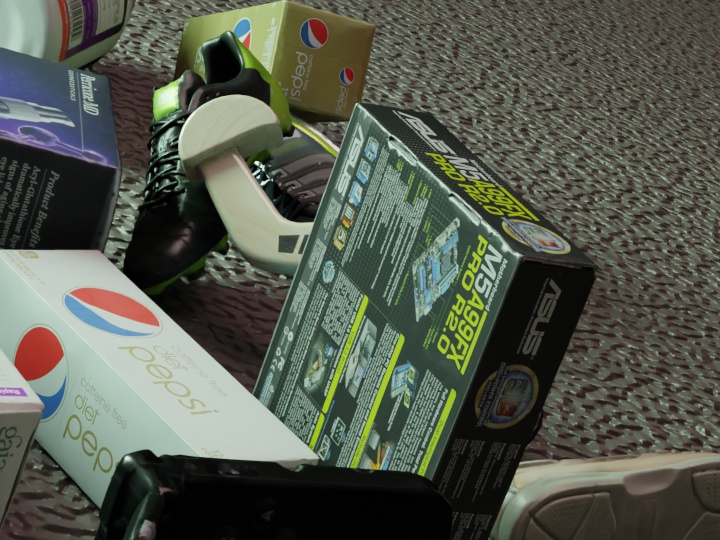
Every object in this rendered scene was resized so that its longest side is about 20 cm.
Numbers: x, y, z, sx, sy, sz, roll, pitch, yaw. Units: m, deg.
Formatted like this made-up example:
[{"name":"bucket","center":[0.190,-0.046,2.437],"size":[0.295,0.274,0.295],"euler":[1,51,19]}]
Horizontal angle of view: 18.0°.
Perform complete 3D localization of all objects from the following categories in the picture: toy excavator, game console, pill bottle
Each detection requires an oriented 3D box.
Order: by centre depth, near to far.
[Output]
[{"name":"game console","center":[-0.052,0.167,0.664],"size":[0.175,0.201,0.116],"euler":[7,25,-33]},{"name":"toy excavator","center":[0.000,0.000,1.221],"size":[0.198,0.196,0.100],"euler":[0,-18,1]},{"name":"pill bottle","center":[-0.217,-0.178,1.501],"size":[0.111,0.112,0.200],"euler":[23,20,7]}]

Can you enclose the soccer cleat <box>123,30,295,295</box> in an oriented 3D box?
[{"name":"soccer cleat","center":[-0.100,-0.062,1.311],"size":[0.081,0.067,0.201],"euler":[54,35,-23]}]

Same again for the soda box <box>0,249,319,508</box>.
[{"name":"soda box","center":[-0.108,0.063,1.070],"size":[0.068,0.064,0.200],"euler":[1,28,-42]}]

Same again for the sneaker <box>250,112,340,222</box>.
[{"name":"sneaker","center":[-0.035,-0.042,1.399],"size":[0.199,0.074,0.081],"euler":[24,25,15]}]

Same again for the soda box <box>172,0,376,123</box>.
[{"name":"soda box","center":[-0.061,-0.134,1.505],"size":[0.067,0.065,0.200],"euler":[12,-2,-23]}]

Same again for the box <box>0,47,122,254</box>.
[{"name":"box","center":[-0.234,-0.058,1.196],"size":[0.198,0.105,0.148],"euler":[14,21,-16]}]

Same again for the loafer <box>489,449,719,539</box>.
[{"name":"loafer","center":[0.145,0.119,1.172],"size":[0.199,0.072,0.063],"euler":[4,19,-32]}]

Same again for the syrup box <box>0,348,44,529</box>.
[{"name":"syrup box","center":[-0.221,0.041,0.993],"size":[0.081,0.079,0.200],"euler":[5,26,-36]}]

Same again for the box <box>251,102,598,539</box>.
[{"name":"box","center":[0.017,0.047,1.033],"size":[0.044,0.201,0.160],"euler":[7,23,-33]}]
